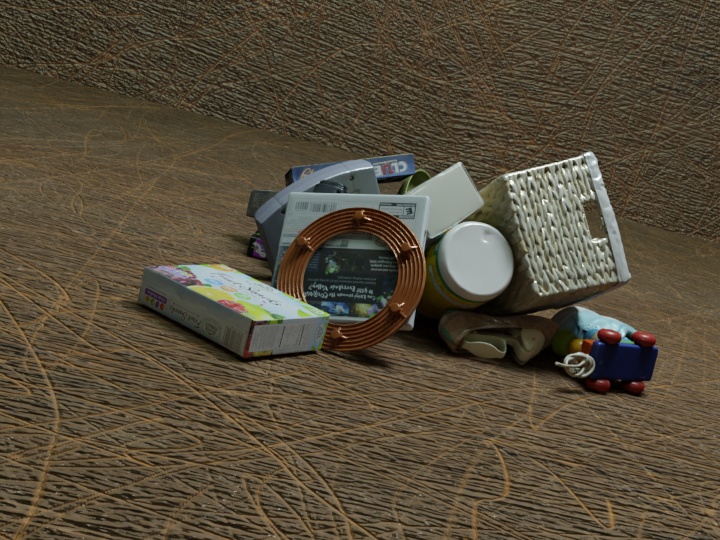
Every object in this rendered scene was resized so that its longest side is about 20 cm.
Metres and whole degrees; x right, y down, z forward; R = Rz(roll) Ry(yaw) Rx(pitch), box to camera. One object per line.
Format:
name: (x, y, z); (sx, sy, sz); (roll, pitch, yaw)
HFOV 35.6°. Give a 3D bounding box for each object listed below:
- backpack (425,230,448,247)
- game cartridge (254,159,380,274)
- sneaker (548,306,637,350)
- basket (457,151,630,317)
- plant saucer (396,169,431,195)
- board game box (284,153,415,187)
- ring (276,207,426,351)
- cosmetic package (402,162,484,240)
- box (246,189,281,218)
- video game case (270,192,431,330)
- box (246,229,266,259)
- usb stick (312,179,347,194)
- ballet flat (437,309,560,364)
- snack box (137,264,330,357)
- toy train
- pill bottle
backpack: (0.178, -0.028, 1.818); (0.199, 0.176, 0.154); (-9, 61, -54)
game cartridge: (-0.061, -0.083, 1.690); (0.199, 0.134, 0.040); (-27, 44, -16)
sneaker: (0.365, 0.101, 1.708); (0.198, 0.075, 0.082); (3, 13, -39)
basket: (0.258, -0.042, 1.639); (0.159, 0.200, 0.200); (-11, -9, -20)
plant saucer: (0.096, -0.070, 1.909); (0.031, 0.203, 0.200); (-3, 5, 23)
board game box: (-0.020, -0.157, 1.835); (0.198, 0.035, 0.135); (-7, 1, -8)
ring: (-0.015, 0.007, 1.434); (0.199, 0.202, 0.019); (20, -17, 24)
cosmetic package: (0.090, -0.085, 1.634); (0.105, 0.072, 0.200); (-32, 3, -16)
box: (-0.069, -0.090, 1.868); (0.157, 0.049, 0.199); (15, -5, -42)
video game case: (-0.015, -0.015, 1.468); (0.198, 0.184, 0.023); (3, -23, 17)
box: (-0.079, -0.030, 1.867); (0.198, 0.036, 0.143); (16, 12, 1)
usb stick: (-0.072, -0.030, 1.523); (0.055, 0.202, 0.033); (9, -20, 37)
ballet flat: (0.203, 0.101, 1.579); (0.198, 0.069, 0.067); (4, 34, -21)
snack box: (-0.158, 0.046, 1.390); (0.199, 0.054, 0.142); (23, 14, 35)
toy train: (0.311, 0.113, 1.575); (0.198, 0.086, 0.115); (6, 10, -33)
pill bottle: (0.131, 0.009, 1.612); (0.112, 0.114, 0.200); (11, -17, -15)
